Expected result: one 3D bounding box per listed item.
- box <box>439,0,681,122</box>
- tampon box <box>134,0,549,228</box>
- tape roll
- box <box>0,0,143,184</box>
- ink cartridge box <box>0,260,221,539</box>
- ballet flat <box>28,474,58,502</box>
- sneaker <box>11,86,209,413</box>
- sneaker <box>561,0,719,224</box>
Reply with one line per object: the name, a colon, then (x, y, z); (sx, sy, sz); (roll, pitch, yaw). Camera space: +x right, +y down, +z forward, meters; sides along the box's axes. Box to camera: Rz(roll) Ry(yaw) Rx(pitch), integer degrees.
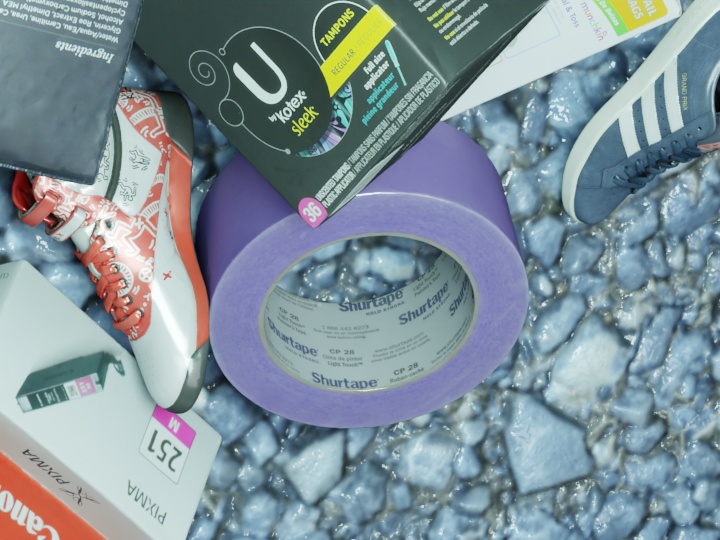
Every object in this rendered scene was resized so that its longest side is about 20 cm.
box: (0.086, -0.182, 1.612); (0.200, 0.113, 0.101); (-23, 118, 15)
tampon box: (-0.027, -0.159, 1.482); (0.200, 0.150, 0.126); (45, 43, 3)
tape roll: (0.000, 0.000, 1.622); (0.200, 0.085, 0.200); (-6, 133, -6)
box: (-0.208, -0.171, 1.439); (0.117, 0.197, 0.200); (11, 97, -31)
ink cartridge box: (-0.181, 0.121, 1.560); (0.200, 0.044, 0.174); (45, 48, -36)
ballet flat: (-0.216, 0.145, 1.605); (0.067, 0.062, 0.200); (43, 80, -31)
sneaker: (-0.155, -0.012, 1.573); (0.108, 0.067, 0.202); (1, 80, -30)
sneaker: (0.214, -0.094, 1.737); (0.075, 0.085, 0.200); (-2, 134, -53)
